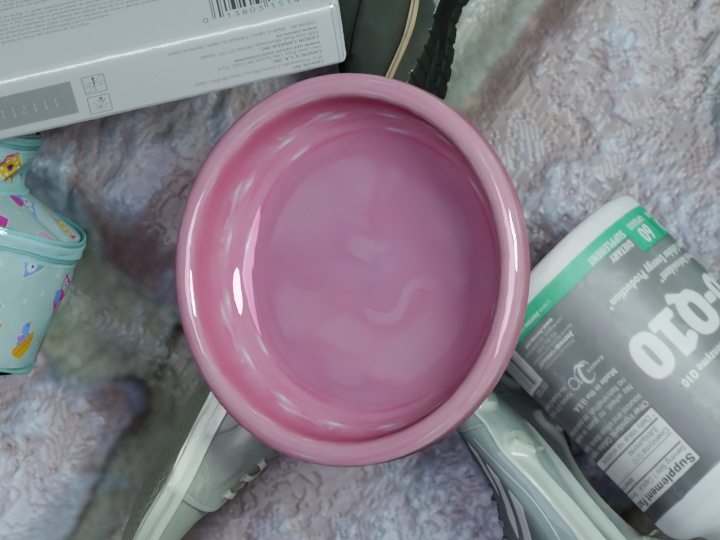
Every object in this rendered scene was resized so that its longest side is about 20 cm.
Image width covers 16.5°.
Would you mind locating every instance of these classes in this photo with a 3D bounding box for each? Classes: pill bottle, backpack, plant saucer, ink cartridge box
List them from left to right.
[{"bbox_3d":[-0.247,-0.029,1.351,0.200,0.176,0.153,30,94,0],"label":"backpack"},{"bbox_3d":[-0.121,-0.159,1.320,0.200,0.045,0.176,-13,46,-2],"label":"ink cartridge box"},{"bbox_3d":[0.000,0.000,1.284,0.200,0.051,0.201,-1,88,27],"label":"plant saucer"},{"bbox_3d":[0.168,0.067,1.301,0.113,0.113,0.200,-45,82,7],"label":"pill bottle"}]

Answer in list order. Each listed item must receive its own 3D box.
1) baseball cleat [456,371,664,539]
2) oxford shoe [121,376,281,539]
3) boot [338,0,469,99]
[{"bbox_3d":[0.089,0.137,1.338,0.200,0.070,0.106,52,123,23],"label":"baseball cleat"},{"bbox_3d":[-0.075,0.098,1.372,0.058,0.075,0.200,30,96,-14],"label":"oxford shoe"},{"bbox_3d":[-0.018,-0.139,1.368,0.138,0.077,0.200,17,80,16],"label":"boot"}]
